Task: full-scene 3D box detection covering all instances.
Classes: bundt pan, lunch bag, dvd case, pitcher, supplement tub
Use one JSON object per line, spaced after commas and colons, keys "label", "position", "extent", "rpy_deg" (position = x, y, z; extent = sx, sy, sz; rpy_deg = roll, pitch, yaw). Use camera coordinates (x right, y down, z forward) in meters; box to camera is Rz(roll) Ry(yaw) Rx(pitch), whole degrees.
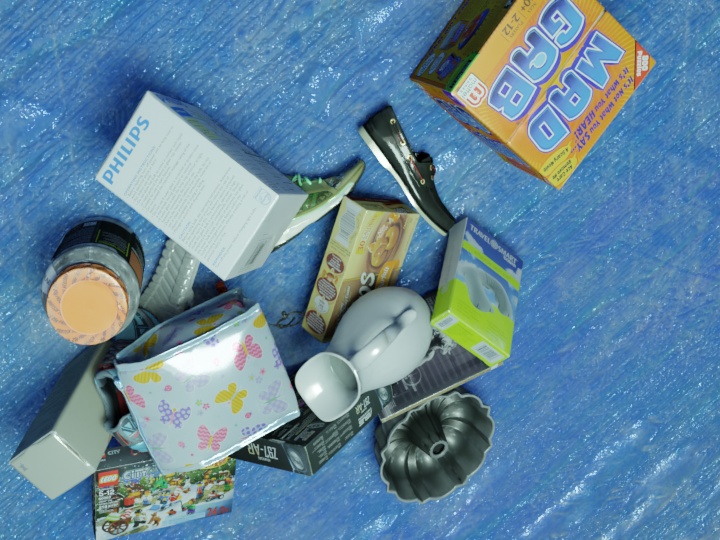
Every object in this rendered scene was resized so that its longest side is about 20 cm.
{"label": "bundt pan", "position": [0.104, 0.253, 1.349], "extent": [0.197, 0.076, 0.206], "rpy_deg": [-12, 121, -21]}
{"label": "lunch bag", "position": [-0.201, 0.142, 1.123], "extent": [0.197, 0.127, 0.173], "rpy_deg": [-28, 111, -18]}
{"label": "dvd case", "position": [0.091, 0.116, 1.297], "extent": [0.196, 0.151, 0.016], "rpy_deg": [-25, 150, -2]}
{"label": "pitcher", "position": [0.026, 0.093, 1.152], "extent": [0.122, 0.199, 0.171], "rpy_deg": [53, 136, 1]}
{"label": "supplement tub", "position": [-0.342, 0.013, 1.131], "extent": [0.119, 0.200, 0.126], "rpy_deg": [-3, 107, -10]}

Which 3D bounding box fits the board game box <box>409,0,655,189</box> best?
{"label": "board game box", "position": [0.219, -0.266, 1.165], "extent": [0.198, 0.200, 0.202], "rpy_deg": [35, 97, -20]}

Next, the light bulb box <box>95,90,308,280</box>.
{"label": "light bulb box", "position": [-0.190, -0.105, 1.101], "extent": [0.198, 0.198, 0.126], "rpy_deg": [37, 98, 3]}

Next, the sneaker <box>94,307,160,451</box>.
{"label": "sneaker", "position": [-0.305, 0.131, 1.159], "extent": [0.078, 0.204, 0.095], "rpy_deg": [-25, 151, 20]}

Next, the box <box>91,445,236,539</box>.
{"label": "box", "position": [-0.273, 0.297, 1.222], "extent": [0.195, 0.038, 0.139], "rpy_deg": [-7, 126, -24]}

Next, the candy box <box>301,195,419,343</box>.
{"label": "candy box", "position": [0.000, 0.000, 1.243], "extent": [0.114, 0.055, 0.204], "rpy_deg": [0, 116, -46]}

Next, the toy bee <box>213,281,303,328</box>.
{"label": "toy bee", "position": [-0.196, 0.079, 1.241], "extent": [0.197, 0.110, 0.132], "rpy_deg": [-20, 152, -28]}

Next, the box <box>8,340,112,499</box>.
{"label": "box", "position": [-0.374, 0.192, 1.170], "extent": [0.094, 0.201, 0.078], "rpy_deg": [-32, 113, 23]}

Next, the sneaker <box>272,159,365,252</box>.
{"label": "sneaker", "position": [-0.082, -0.107, 1.225], "extent": [0.198, 0.077, 0.090], "rpy_deg": [-35, 93, -5]}

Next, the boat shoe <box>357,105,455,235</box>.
{"label": "boat shoe", "position": [0.078, -0.138, 1.241], "extent": [0.063, 0.074, 0.203], "rpy_deg": [-35, 106, 9]}

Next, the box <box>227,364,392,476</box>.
{"label": "box", "position": [-0.071, 0.197, 1.211], "extent": [0.199, 0.157, 0.045], "rpy_deg": [-35, 119, -47]}

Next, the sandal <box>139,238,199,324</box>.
{"label": "sandal", "position": [-0.263, 0.039, 1.232], "extent": [0.049, 0.082, 0.205], "rpy_deg": [2, 121, -57]}

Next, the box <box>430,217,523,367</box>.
{"label": "box", "position": [0.170, 0.020, 1.252], "extent": [0.121, 0.203, 0.047], "rpy_deg": [35, 138, -21]}
